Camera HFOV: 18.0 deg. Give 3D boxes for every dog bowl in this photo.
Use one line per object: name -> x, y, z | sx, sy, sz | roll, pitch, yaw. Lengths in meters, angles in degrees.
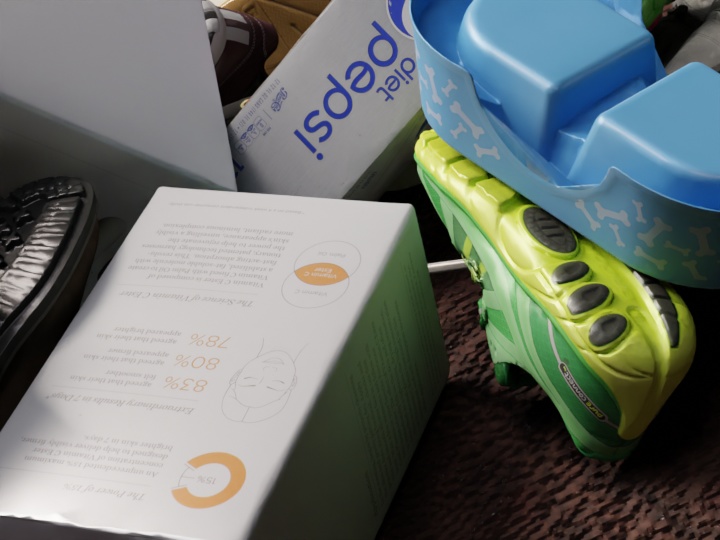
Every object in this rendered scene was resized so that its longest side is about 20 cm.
dog bowl -> 0.104, -0.062, 0.921 | 0.200, 0.050, 0.111 | 36, 47, 29

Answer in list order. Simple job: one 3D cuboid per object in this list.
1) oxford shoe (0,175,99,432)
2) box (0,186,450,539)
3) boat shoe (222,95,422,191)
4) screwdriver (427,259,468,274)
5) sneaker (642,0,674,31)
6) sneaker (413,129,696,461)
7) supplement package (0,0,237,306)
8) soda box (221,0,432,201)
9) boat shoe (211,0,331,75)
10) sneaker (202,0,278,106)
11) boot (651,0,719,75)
oxford shoe -> -0.152, 0.050, 0.940 | 0.072, 0.085, 0.201 | 2, 56, 31
box -> -0.057, 0.067, 0.923 | 0.124, 0.098, 0.200 | 5, 42, 23
boat shoe -> -0.019, -0.070, 1.155 | 0.201, 0.074, 0.063 | -22, 38, 20
screwdriver -> 0.000, 0.000, 1.039 | 0.199, 0.028, 0.029 | -12, 60, 24
sneaker -> 0.090, -0.135, 1.107 | 0.077, 0.084, 0.200 | -49, 14, -23
sneaker -> 0.068, 0.004, 0.943 | 0.074, 0.084, 0.200 | 2, 33, -23
supplement package -> -0.175, -0.093, 1.044 | 0.111, 0.199, 0.156 | -42, 43, 31
soda box -> 0.016, -0.099, 1.054 | 0.200, 0.068, 0.063 | -49, -12, 21
boat shoe -> -0.098, -0.121, 1.314 | 0.199, 0.074, 0.069 | -26, 17, 3
sneaker -> -0.113, -0.069, 1.250 | 0.200, 0.076, 0.115 | -43, -23, 28
boot -> 0.150, -0.076, 1.054 | 0.200, 0.068, 0.130 | -42, 20, -23
